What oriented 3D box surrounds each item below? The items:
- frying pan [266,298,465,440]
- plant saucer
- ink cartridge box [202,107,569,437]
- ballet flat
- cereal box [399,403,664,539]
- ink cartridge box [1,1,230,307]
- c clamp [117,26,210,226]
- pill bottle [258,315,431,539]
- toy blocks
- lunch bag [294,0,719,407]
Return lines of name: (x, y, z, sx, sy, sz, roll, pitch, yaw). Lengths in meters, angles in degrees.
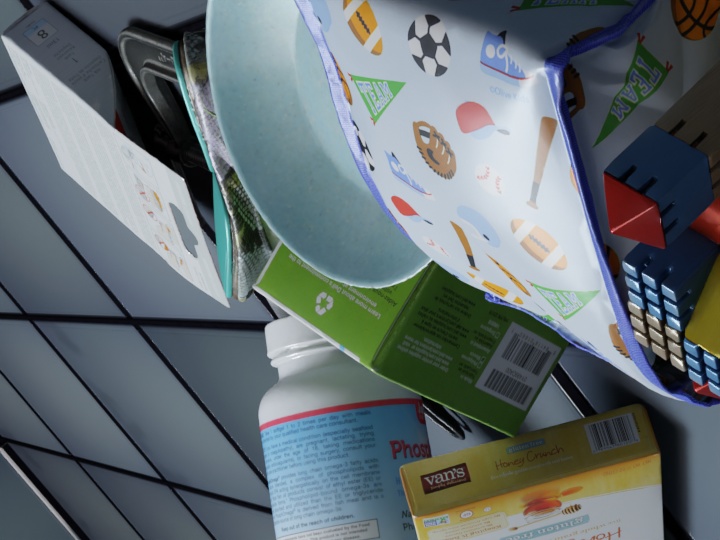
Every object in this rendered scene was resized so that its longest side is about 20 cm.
frying pan: (-0.011, 0.054, 1.478, 0.190, 0.031, 0.115, 52, 162, -5)
plant saucer: (-0.002, -0.092, 1.044, 0.201, 0.039, 0.201, 25, 124, 44)
ink cartridge box: (0.000, 0.000, 1.169, 0.200, 0.076, 0.148, 31, -178, 39)
ballet flat: (-0.064, -0.060, 1.265, 0.072, 0.072, 0.200, 34, 147, 36)
cereal box: (0.107, 0.158, 1.242, 0.200, 0.144, 0.040, 74, 180, -55)
ink cartridge box: (-0.158, -0.081, 1.488, 0.200, 0.047, 0.160, 38, 159, 30)
c clamp: (-0.094, -0.086, 1.378, 0.200, 0.027, 0.171, 20, 142, 57)
pill bottle: (-0.007, 0.128, 1.370, 0.109, 0.109, 0.200, 141, 121, -72)
toy blocks: (0.154, -0.014, 0.769, 0.100, 0.137, 0.200, 35, 159, 34)
lunch bag: (0.084, -0.051, 0.880, 0.170, 0.124, 0.200, 29, 145, 48)
